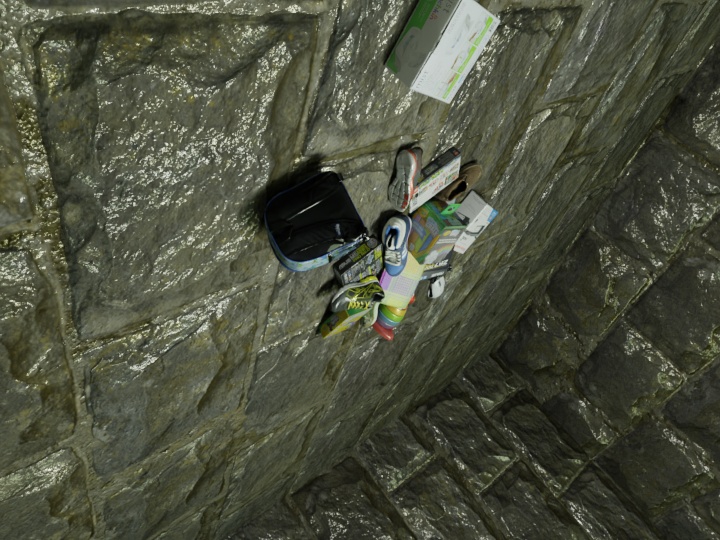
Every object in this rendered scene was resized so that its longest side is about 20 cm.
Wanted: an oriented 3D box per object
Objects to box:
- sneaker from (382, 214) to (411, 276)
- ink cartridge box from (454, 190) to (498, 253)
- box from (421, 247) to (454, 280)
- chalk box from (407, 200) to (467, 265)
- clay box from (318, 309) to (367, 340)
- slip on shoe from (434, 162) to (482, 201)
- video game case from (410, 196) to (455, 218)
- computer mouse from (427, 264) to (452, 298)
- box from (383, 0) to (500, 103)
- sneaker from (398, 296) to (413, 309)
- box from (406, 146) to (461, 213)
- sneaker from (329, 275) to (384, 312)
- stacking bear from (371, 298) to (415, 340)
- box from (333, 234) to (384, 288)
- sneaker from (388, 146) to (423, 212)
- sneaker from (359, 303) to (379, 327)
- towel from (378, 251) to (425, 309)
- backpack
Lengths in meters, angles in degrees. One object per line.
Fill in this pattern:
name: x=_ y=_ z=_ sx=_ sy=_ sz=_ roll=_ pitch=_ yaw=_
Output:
sneaker: x=0.092 y=-0.063 z=1.611 sx=0.146 sy=0.079 sz=0.205 roll=-34 pitch=138 yaw=-63
ink cartridge box: x=0.380 y=-0.168 z=1.944 sx=0.201 sy=0.084 sz=0.144 roll=-51 pitch=154 yaw=16
box: x=0.216 y=-0.034 z=1.877 sx=0.195 sy=0.050 sz=0.163 roll=-13 pitch=144 yaw=-18
chalk box: x=0.233 y=-0.135 z=1.684 sx=0.123 sy=0.124 sz=0.202 roll=-6 pitch=138 yaw=-45
clay box: x=-0.057 y=0.160 z=1.793 sx=0.113 sy=0.048 sz=0.200 roll=-18 pitch=163 yaw=-43
slip on shoe: x=0.316 y=-0.272 z=1.701 sx=0.197 sy=0.060 sz=0.077 roll=-27 pitch=133 yaw=-27
video game case: x=0.234 y=-0.189 z=1.773 sx=0.198 sy=0.018 sz=0.144 roll=-34 pitch=154 yaw=-22
computer mouse: x=0.324 y=0.059 z=2.257 sx=0.109 sy=0.044 sz=0.202 roll=-35 pitch=154 yaw=-20
box: x=0.173 y=-0.476 z=1.146 sx=0.175 sy=0.097 sz=0.202 roll=-7 pitch=137 yaw=-51
sneaker: x=0.167 y=0.047 z=1.827 sx=0.069 sy=0.095 sz=0.201 roll=9 pitch=133 yaw=-35
box: x=0.209 y=-0.265 z=1.598 sx=0.198 sy=0.035 sz=0.111 roll=-37 pitch=154 yaw=-15
sneaker: x=-0.004 y=0.082 z=1.649 sx=0.197 sy=0.085 sz=0.075 roll=-26 pitch=150 yaw=-32
stacking bear: x=0.126 y=0.131 z=1.989 sx=0.201 sy=0.112 sz=0.122 roll=-54 pitch=-171 yaw=24
box: x=0.000 y=0.000 z=1.682 sx=0.159 sy=0.044 sz=0.201 roll=-38 pitch=155 yaw=-14
sneaker: x=0.134 y=-0.245 z=1.474 sx=0.081 sy=0.077 sz=0.202 roll=-34 pitch=154 yaw=-32
sneaker: x=0.014 y=0.120 z=1.876 sx=0.087 sy=0.077 sz=0.203 roll=-9 pitch=135 yaw=-30
towel: x=0.129 y=0.019 z=1.752 sx=0.141 sy=0.023 sz=0.204 roll=15 pitch=104 yaw=-27
backpack: x=-0.109 y=-0.095 z=1.215 sx=0.197 sy=0.186 sz=0.147 roll=-25 pitch=172 yaw=-15
